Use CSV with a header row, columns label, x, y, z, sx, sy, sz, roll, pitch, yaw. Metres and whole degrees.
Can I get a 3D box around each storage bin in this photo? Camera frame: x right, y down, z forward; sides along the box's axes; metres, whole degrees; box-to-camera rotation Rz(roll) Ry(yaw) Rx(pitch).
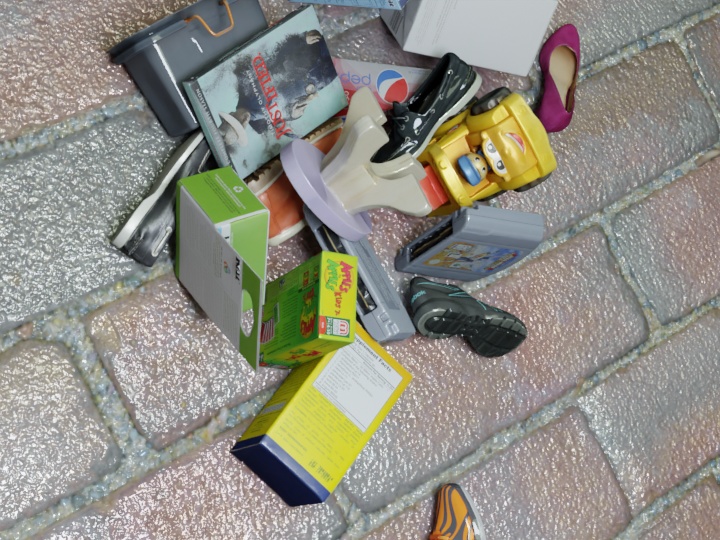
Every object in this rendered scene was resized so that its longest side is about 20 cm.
label,x,y,z,sx,sy,sz,roll,pitch,yaw
storage bin,-0.188,-0.265,1.581,0.199,0.145,0.135,-34,103,-28

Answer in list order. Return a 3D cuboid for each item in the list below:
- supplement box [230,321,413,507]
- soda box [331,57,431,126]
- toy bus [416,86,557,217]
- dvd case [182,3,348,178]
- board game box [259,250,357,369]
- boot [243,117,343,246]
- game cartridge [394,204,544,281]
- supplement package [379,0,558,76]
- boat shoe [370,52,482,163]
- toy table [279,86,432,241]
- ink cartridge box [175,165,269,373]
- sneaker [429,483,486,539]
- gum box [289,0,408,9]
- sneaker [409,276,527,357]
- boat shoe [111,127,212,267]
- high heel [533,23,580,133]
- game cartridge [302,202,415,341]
label,x,y,z,sx,sy,sz,roll,pitch,yaw
supplement box,-0.046,0.175,1.550,0.109,0.109,0.200,44,64,-10
soda box,-0.001,-0.239,1.701,0.198,0.063,0.071,2,77,-26
toy bus,0.130,-0.136,1.665,0.191,0.199,0.137,-34,102,-23
dvd case,-0.113,-0.218,1.565,0.199,0.022,0.147,-36,124,-24
board game box,-0.066,0.051,1.518,0.047,0.200,0.103,8,74,-24
boot,-0.079,-0.119,1.638,0.200,0.075,0.108,-45,118,-33
game cartridge,0.146,-0.032,1.643,0.132,0.200,0.042,11,68,-22
supplement package,0.148,-0.362,1.747,0.198,0.121,0.122,8,32,-24
boat shoe,0.071,-0.204,1.654,0.199,0.075,0.066,-44,120,1
toy table,-0.001,-0.121,1.541,0.116,0.200,0.185,-32,78,13
ink cartridge box,-0.139,-0.002,1.476,0.075,0.149,0.200,-20,47,-29
sneaker,0.096,0.372,1.589,0.111,0.077,0.203,0,77,-27
gum box,0.015,-0.422,1.682,0.170,0.199,0.045,-53,136,-25
sneaker,0.145,0.056,1.692,0.199,0.076,0.080,20,32,-38
boat shoe,-0.225,-0.095,1.550,0.060,0.074,0.201,39,65,-14
high heel,0.302,-0.285,1.841,0.067,0.096,0.202,23,69,-19
game cartridge,0.000,0.000,1.605,0.040,0.133,0.201,-32,79,15
